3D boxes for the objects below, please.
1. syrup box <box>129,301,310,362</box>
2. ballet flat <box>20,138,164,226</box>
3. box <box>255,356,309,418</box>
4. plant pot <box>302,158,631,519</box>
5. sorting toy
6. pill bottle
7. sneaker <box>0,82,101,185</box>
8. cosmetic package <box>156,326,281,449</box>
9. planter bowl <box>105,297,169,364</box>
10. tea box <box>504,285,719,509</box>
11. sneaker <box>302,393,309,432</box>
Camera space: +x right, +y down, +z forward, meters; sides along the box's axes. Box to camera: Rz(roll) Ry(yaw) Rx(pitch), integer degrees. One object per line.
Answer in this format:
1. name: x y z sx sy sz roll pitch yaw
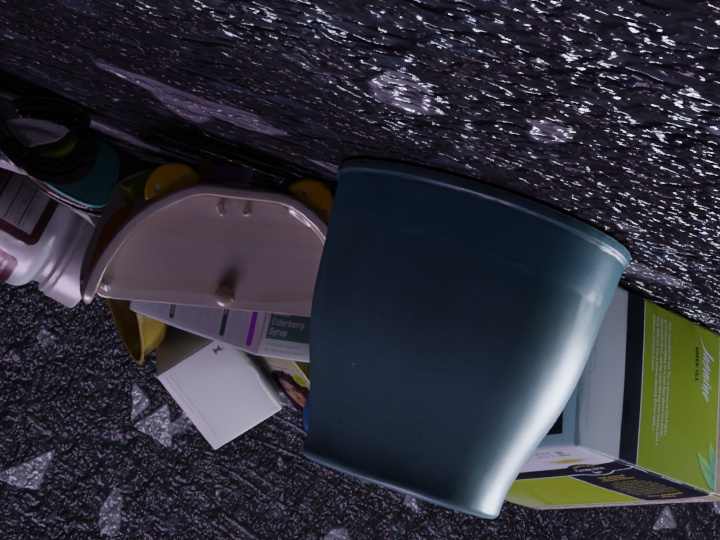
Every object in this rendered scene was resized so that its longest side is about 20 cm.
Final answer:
1. syrup box: -0.110 0.020 1.230 0.078 0.082 0.199 11 -177 -41
2. ballet flat: -0.199 -0.063 1.175 0.198 0.069 0.068 20 154 -10
3. box: -0.065 0.074 1.370 0.075 0.050 0.201 4 136 52
4. plant pot: 0.053 0.052 0.920 0.198 0.190 0.200 17 175 2
5. sorting toy: -0.113 -0.041 1.073 0.198 0.108 0.180 6 -165 -19
6. pill bottle: -0.310 -0.059 1.220 0.199 0.115 0.114 32 170 -16
7. sneaker: -0.291 -0.114 1.031 0.199 0.075 0.081 25 175 -37
8. cosmetic package: -0.148 0.075 1.451 0.108 0.084 0.200 56 -172 -24
9. planter bowl: -0.206 -0.017 1.386 0.083 0.202 0.200 -17 -175 -17
10. tea box: 0.157 0.105 1.126 0.196 0.135 0.199 24 155 -39
11. sneaker: 0.014 0.073 1.303 0.066 0.200 0.078 47 -176 23
